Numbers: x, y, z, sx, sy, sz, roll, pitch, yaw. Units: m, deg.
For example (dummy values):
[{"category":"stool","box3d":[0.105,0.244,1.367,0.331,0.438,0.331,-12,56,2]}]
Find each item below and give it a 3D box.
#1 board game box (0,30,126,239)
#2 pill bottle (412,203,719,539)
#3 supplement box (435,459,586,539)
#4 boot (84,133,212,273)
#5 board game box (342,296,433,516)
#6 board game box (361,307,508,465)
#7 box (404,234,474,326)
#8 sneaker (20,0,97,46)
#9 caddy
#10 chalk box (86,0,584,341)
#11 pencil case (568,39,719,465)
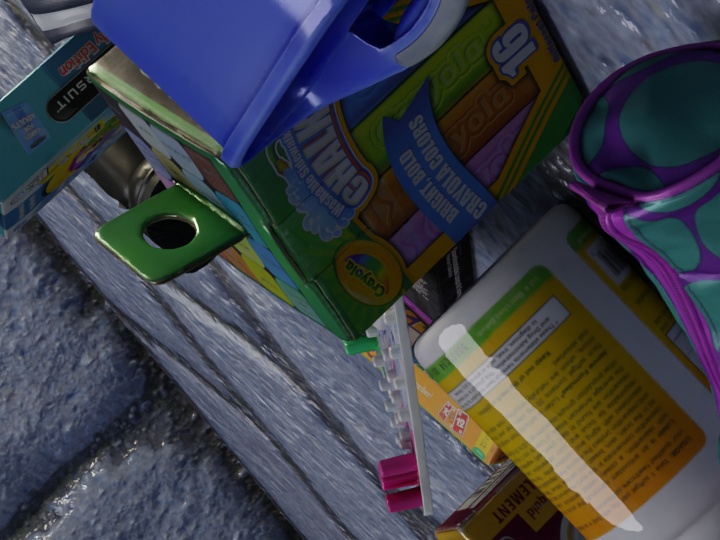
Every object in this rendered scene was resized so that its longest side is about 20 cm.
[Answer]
[{"category":"board game box","box3d":[-0.149,-0.110,1.206,0.047,0.200,0.151,47,169,-2]},{"category":"pill bottle","box3d":[0.131,0.073,1.031,0.200,0.111,0.111,46,169,2]},{"category":"supplement box","box3d":[0.161,0.182,1.216,0.200,0.131,0.103,45,169,2]},{"category":"boot","box3d":[-0.200,-0.091,1.826,0.162,0.073,0.198,46,170,21]},{"category":"board game box","box3d":[0.000,0.000,1.111,0.200,0.026,0.201,-108,8,-60]},{"category":"board game box","box3d":[0.049,0.055,1.370,0.200,0.030,0.095,38,-154,31]},{"category":"box","box3d":[0.010,-0.040,1.291,0.143,0.036,0.200,42,170,17]},{"category":"sneaker","box3d":[-0.193,-0.193,1.126,0.200,0.070,0.109,33,162,42]},{"category":"caddy","box3d":[-0.007,-0.118,0.724,0.105,0.141,0.200,41,147,0]},{"category":"chalk box","box3d":[-0.024,-0.062,0.899,0.125,0.200,0.124,34,164,48]},{"category":"pencil case","box3d":[0.149,0.006,0.777,0.085,0.092,0.200,34,163,49]}]
